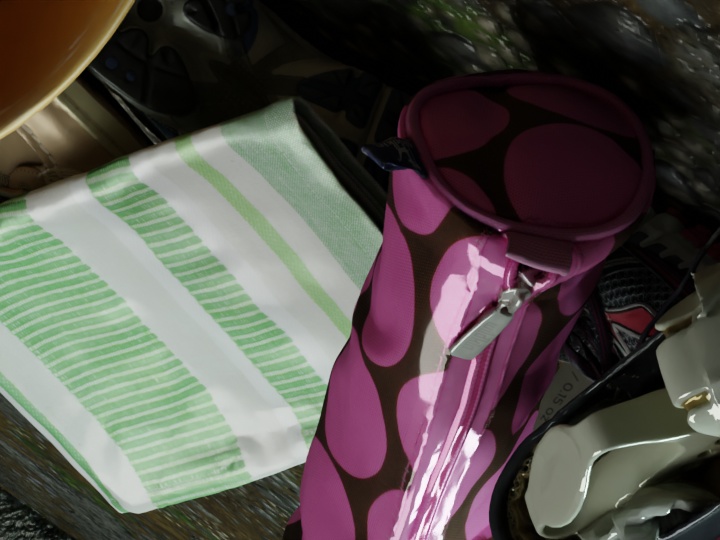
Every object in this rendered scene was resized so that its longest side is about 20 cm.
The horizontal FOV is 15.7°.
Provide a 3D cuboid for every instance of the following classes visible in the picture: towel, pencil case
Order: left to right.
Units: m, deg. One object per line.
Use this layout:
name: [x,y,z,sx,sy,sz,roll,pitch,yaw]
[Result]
towel: [-0.055,0.021,0.915,0.199,0.023,0.153,-16,128,37]
pencil case: [0.028,0.036,0.816,0.090,0.094,0.201,2,131,-14]

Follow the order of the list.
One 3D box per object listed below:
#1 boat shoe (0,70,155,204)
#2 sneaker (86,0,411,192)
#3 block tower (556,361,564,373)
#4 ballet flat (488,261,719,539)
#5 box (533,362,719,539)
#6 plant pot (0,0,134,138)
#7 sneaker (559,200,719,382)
boat shoe: [-0.101,-0.028,0.941,0.200,0.064,0.071,46,-179,-29]
sneaker: [-0.028,-0.051,0.942,0.200,0.077,0.085,46,176,-7]
block tower: [0.000,0.000,1.028,0.199,0.058,0.054,27,155,30]
ballet flat: [0.099,0.038,0.720,0.073,0.073,0.200,38,139,-8]
box: [0.153,0.115,0.929,0.200,0.109,0.128,24,161,45]
plant pot: [-0.175,-0.147,0.742,0.200,0.200,0.183,47,178,-38]
sneaker: [0.099,0.025,0.837,0.081,0.075,0.200,44,166,-28]
